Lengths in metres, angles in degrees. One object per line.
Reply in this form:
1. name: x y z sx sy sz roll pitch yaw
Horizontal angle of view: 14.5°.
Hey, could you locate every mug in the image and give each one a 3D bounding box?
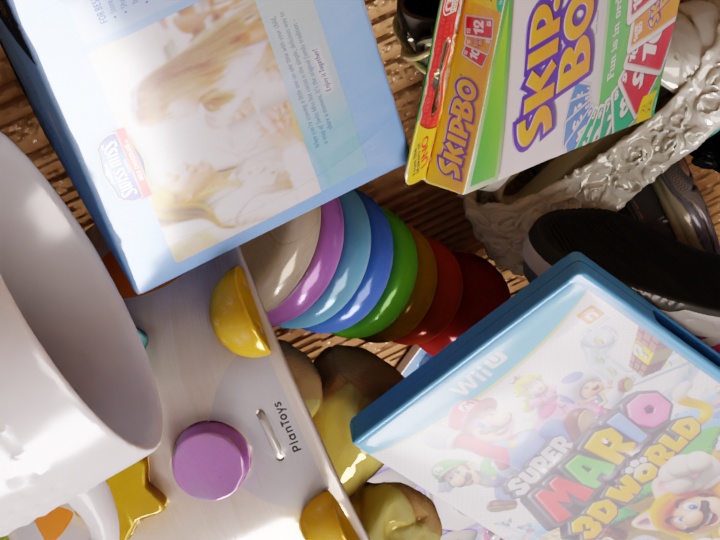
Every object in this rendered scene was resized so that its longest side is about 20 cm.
1. mug: -0.176 0.067 1.102 0.175 0.148 0.200 -29 113 10

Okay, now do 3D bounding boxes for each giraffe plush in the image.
1. giraffe plush: -0.073 0.132 1.356 0.173 0.162 0.200 4 88 -38

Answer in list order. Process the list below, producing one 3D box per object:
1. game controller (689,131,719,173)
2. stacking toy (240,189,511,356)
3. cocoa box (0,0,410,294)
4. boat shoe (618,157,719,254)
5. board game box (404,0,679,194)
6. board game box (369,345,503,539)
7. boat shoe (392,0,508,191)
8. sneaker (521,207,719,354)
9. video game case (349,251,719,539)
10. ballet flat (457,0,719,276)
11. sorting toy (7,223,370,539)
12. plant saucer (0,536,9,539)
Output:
1. game controller: 0.253 -0.051 1.365 0.104 0.200 0.042 38 67 -46
2. stacking toy: 0.000 0.000 1.332 0.085 0.085 0.200 -49 144 17
3. cocoa box: -0.080 -0.117 1.116 0.133 0.131 0.200 -27 139 -7
4. boat shoe: 0.153 0.023 1.452 0.073 0.075 0.200 -18 127 2
5. board game box: 0.084 -0.096 1.210 0.200 0.030 0.096 -21 127 -54
6. board game box: 0.069 0.117 1.517 0.200 0.026 0.200 13 121 -40
7. boat shoe: 0.044 -0.121 1.239 0.060 0.072 0.202 -11 128 -23
8. sneaker: 0.133 0.043 1.357 0.200 0.084 0.121 15 119 -36
9. video game case: 0.114 0.082 1.324 0.143 0.018 0.200 -38 127 25
10. ballet flat: 0.127 -0.076 1.337 0.200 0.072 0.072 -44 138 11
11. sorting toy: -0.104 0.089 1.198 0.180 0.107 0.200 -24 102 1
12. plant saucer: -0.237 0.123 1.287 0.200 0.048 0.200 6 127 -54
